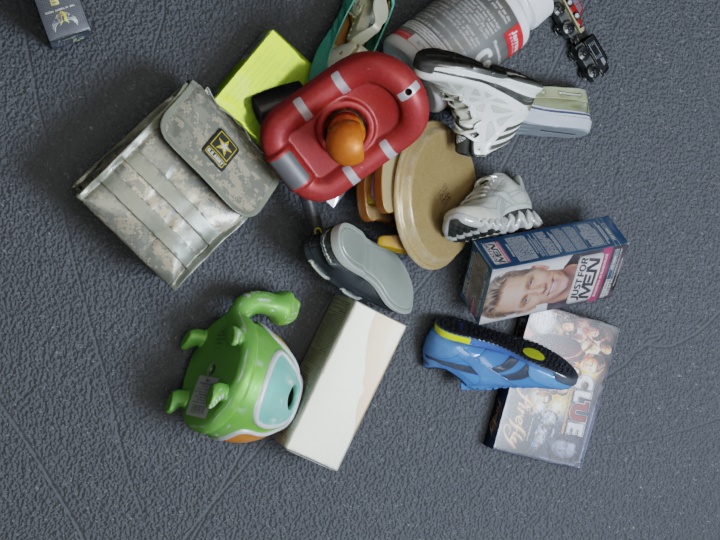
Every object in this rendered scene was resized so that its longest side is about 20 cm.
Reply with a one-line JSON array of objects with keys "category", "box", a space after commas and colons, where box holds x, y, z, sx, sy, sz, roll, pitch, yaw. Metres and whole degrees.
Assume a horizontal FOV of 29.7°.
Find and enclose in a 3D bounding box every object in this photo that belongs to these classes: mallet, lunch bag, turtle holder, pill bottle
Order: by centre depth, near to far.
[{"category": "lunch bag", "box": [-0.209, -0.104, 1.591, 0.200, 0.118, 0.164, -45, 108, -6]}, {"category": "mallet", "box": [-0.084, -0.124, 1.629, 0.066, 0.041, 0.200, -12, 105, -13]}, {"category": "turtle holder", "box": [-0.141, 0.120, 1.639, 0.132, 0.141, 0.186, 27, 46, -32]}, {"category": "pill bottle", "box": [0.137, -0.298, 1.687, 0.200, 0.114, 0.114, -39, 104, -10]}]

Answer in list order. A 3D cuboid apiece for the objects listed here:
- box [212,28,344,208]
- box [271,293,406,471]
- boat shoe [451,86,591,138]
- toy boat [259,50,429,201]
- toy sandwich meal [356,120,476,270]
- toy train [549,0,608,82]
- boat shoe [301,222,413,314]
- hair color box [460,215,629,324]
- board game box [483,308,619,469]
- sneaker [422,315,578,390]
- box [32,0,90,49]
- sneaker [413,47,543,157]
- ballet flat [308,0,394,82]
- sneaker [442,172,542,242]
[{"category": "box", "box": [-0.076, -0.185, 1.664, 0.200, 0.048, 0.122, 41, 83, -17]}, {"category": "box", "box": [-0.031, 0.137, 1.683, 0.078, 0.095, 0.200, 27, 88, -18]}, {"category": "boat shoe", "box": [0.206, -0.212, 1.748, 0.200, 0.072, 0.062, 5, 77, -26]}, {"category": "toy boat", "box": [-0.014, -0.157, 1.538, 0.200, 0.131, 0.131, -35, 111, 9]}, {"category": "toy sandwich meal", "box": [0.072, -0.094, 1.688, 0.205, 0.070, 0.206, -6, 97, -55]}, {"category": "toy train", "box": [0.268, -0.338, 1.766, 0.046, 0.034, 0.200, -36, 104, -15]}, {"category": "boat shoe", "box": [0.000, 0.000, 1.674, 0.200, 0.060, 0.076, 44, 43, -47]}, {"category": "hair color box", "box": [0.236, 0.000, 1.739, 0.200, 0.061, 0.100, -11, 136, -20]}, {"category": "board game box", "box": [0.255, 0.152, 1.802, 0.135, 0.035, 0.200, 15, 90, -18]}, {"category": "sneaker", "box": [0.177, 0.124, 1.743, 0.200, 0.066, 0.079, 18, 110, 4]}, {"category": "box", "box": [-0.345, -0.327, 1.490, 0.051, 0.200, 0.158, -19, 100, -9]}, {"category": "sneaker", "box": [0.129, -0.191, 1.615, 0.200, 0.076, 0.116, 8, 110, -42]}, {"category": "ballet flat", "box": [-0.009, -0.274, 1.635, 0.067, 0.070, 0.200, 29, 66, -23]}, {"category": "sneaker", "box": [0.157, -0.080, 1.699, 0.200, 0.075, 0.081, -9, 88, -59]}]
